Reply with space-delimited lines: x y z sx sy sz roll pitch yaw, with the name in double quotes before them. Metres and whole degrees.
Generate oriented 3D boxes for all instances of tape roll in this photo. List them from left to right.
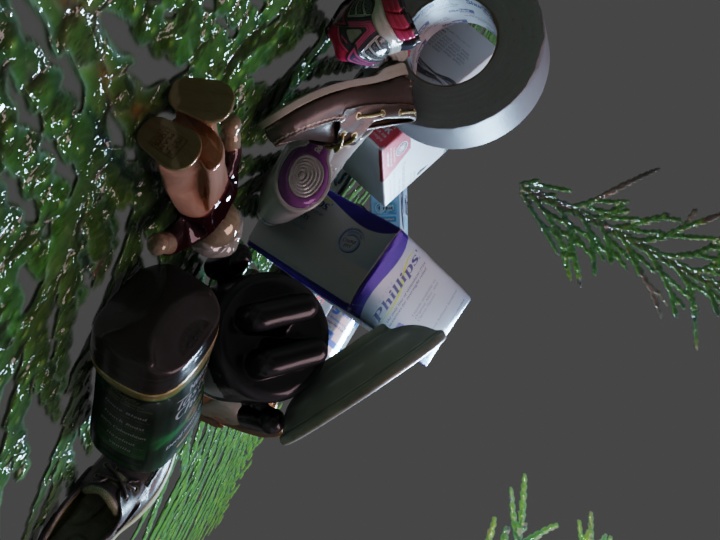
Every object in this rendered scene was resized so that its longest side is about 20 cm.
"tape roll" 0.103 -0.238 0.938 0.201 0.200 0.066 -60 159 -1

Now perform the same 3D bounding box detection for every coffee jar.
"coffee jar" -0.176 0.086 0.729 0.104 0.085 0.200 -57 173 -37

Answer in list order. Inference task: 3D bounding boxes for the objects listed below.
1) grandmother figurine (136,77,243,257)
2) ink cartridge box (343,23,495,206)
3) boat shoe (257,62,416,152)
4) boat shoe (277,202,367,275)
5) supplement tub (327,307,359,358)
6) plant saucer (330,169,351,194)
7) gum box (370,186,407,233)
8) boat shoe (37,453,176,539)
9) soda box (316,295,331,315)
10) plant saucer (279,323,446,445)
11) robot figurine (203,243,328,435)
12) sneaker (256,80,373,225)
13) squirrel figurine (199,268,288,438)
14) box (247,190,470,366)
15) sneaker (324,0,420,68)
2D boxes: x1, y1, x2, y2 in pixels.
"grandmother figurine" -0.119 -0.059 0.648 0.121 0.061 0.200 -50 169 -15
"ink cartridge box" 0.071 -0.198 1.068 0.200 0.083 0.147 -42 161 -13
"boat shoe" -0.014 -0.149 0.830 0.072 0.060 0.200 -15 -169 43
"boat shoe" -0.074 -0.023 1.205 0.072 0.072 0.200 -2 139 -54
"supplement tub" -0.051 0.045 1.441 0.200 0.132 0.132 -59 175 -13
"plant saucer" -0.027 -0.150 1.179 0.201 0.027 0.200 -59 175 -8
"gum box" 0.043 -0.096 1.232 0.170 0.044 0.201 3 85 -83
"boat shoe" -0.253 0.230 0.860 0.201 0.072 0.066 -53 177 -24
"soda box" -0.059 -0.006 1.297 0.071 0.063 0.200 23 101 -41
"plant saucer" -0.007 0.102 0.876 0.200 0.050 0.200 -33 176 -2
"robot figurine" -0.110 0.068 0.836 0.200 0.125 0.151 -13 -129 59
"sneaker" -0.053 -0.129 0.925 0.100 0.075 0.200 -34 -161 55
"squirrel figurine" -0.140 0.094 1.043 0.200 0.141 0.187 -39 -152 64
"box" 0.000 0.000 1.004 0.105 0.184 0.200 -56 142 -5
"sneaker" 0.003 -0.232 0.831 0.074 0.081 0.200 -24 -172 3
